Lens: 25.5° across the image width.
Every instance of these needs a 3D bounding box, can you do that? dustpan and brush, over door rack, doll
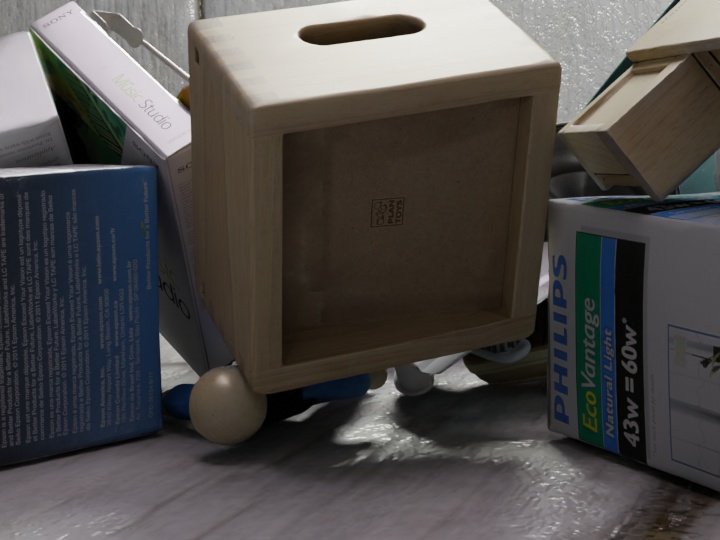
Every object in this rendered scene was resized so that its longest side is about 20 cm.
[{"bbox_3d":[0.055,0.029,0.957,0.139,0.057,0.200,-33,23,-20],"label":"dustpan and brush"},{"bbox_3d":[-0.128,-0.066,1.092,0.199,0.148,0.067,35,17,7],"label":"over door rack"},{"bbox_3d":[-0.048,0.059,0.876,0.135,0.049,0.200,-10,7,15],"label":"doll"}]

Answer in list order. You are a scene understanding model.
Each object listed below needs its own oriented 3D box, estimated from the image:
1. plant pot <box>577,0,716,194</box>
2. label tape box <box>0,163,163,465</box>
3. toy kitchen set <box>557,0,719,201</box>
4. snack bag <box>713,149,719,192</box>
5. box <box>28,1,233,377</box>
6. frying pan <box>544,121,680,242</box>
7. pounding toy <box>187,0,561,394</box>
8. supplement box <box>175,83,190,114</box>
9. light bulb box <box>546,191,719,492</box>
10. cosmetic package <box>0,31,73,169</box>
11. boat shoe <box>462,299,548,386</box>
[{"bbox_3d":[0.201,-0.063,1.044,0.134,0.201,0.200,38,9,0],"label":"plant pot"},{"bbox_3d":[-0.196,0.023,0.794,0.199,0.145,0.063,-8,11,-43],"label":"label tape box"},{"bbox_3d":[0.238,-0.069,0.746,0.200,0.181,0.163,-42,9,-5],"label":"toy kitchen set"},{"bbox_3d":[0.277,-0.093,0.914,0.188,0.021,0.200,-34,-32,-7],"label":"snack bag"},{"bbox_3d":[-0.127,-0.041,0.935,0.036,0.201,0.144,-31,54,-23],"label":"box"},{"bbox_3d":[0.131,-0.011,0.971,0.114,0.191,0.031,6,42,4],"label":"frying pan"},{"bbox_3d":[0.015,-0.045,0.825,0.199,0.185,0.142,-11,35,-20],"label":"pounding toy"},{"bbox_3d":[-0.082,-0.067,0.941,0.066,0.069,0.200,-28,-3,-20],"label":"supplement box"},{"bbox_3d":[0.222,0.027,0.772,0.197,0.126,0.200,-5,9,-27],"label":"light bulb box"},{"bbox_3d":[-0.214,-0.028,0.923,0.112,0.201,0.081,-17,52,-11],"label":"cosmetic package"},{"bbox_3d":[0.158,0.039,0.940,0.199,0.065,0.072,-18,26,18],"label":"boat shoe"}]
